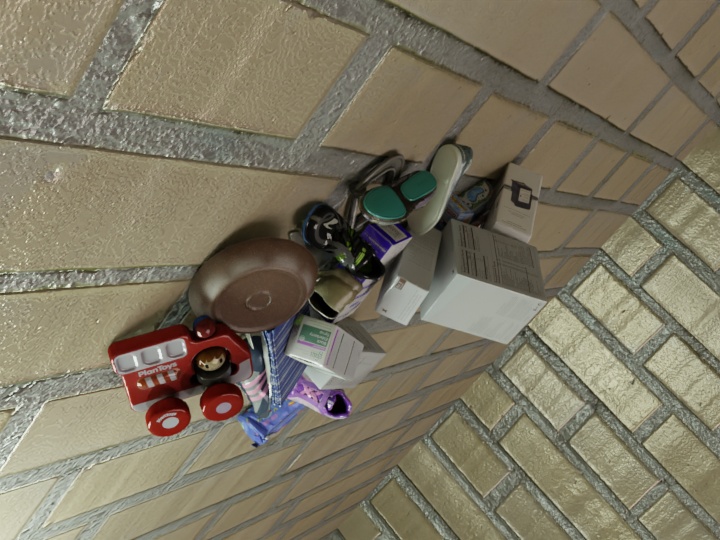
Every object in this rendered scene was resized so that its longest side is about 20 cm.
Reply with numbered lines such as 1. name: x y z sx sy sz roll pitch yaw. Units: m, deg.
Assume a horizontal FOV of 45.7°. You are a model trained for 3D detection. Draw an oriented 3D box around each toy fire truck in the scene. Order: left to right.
1. toy fire truck: -0.261 0.144 1.276 0.199 0.112 0.168 -15 137 -14

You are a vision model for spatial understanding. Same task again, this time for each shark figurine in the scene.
1. shark figurine: -0.118 0.026 1.378 0.214 0.090 0.128 -40 157 -7

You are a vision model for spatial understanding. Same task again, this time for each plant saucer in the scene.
1. plant saucer: -0.155 0.035 1.279 0.199 0.037 0.201 -14 141 -12

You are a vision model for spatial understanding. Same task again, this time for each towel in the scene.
1. towel: -0.128 0.130 1.528 0.145 0.024 0.201 -56 154 -43

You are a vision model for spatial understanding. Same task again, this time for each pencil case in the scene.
1. pencil case: -0.167 0.292 1.840 0.200 0.087 0.078 -36 143 -22

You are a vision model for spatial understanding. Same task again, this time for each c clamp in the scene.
1. c clamp: 0.006 -0.108 1.432 0.171 0.027 0.200 -32 158 -30

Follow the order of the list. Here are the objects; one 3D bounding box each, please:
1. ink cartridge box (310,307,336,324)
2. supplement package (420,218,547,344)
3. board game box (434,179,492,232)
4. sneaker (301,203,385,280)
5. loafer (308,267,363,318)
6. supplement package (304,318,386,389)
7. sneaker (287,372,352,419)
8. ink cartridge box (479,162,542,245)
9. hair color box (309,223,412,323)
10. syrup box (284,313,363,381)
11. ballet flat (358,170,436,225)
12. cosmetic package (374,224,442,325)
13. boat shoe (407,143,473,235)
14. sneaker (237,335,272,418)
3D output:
1. ink cartridge box: -0.135 0.145 1.658 0.200 0.044 0.094 -46 159 9
2. supplement package: 0.237 0.024 1.696 0.199 0.151 0.152 17 135 -18
3. board game box: 0.198 -0.099 1.779 0.200 0.062 0.200 -33 159 -27
4. sneaker: -0.022 -0.043 1.370 0.200 0.083 0.071 41 75 -46
5. loafer: -0.058 0.041 1.445 0.068 0.076 0.200 -50 -176 -17
6. supplement package: -0.046 0.171 1.784 0.114 0.110 0.200 -47 161 8
7. sneaker: -0.094 0.256 1.781 0.200 0.088 0.081 30 87 -28
8. ink cartridge box: 0.312 -0.108 1.821 0.145 0.084 0.200 115 -3 -48
9. hair color box: 0.000 0.000 1.568 0.200 0.065 0.109 -54 168 22
10. syrup box: -0.063 0.144 1.570 0.200 0.078 0.082 48 59 -69
11. ballet flat: 0.053 -0.108 1.404 0.200 0.072 0.072 -29 157 -47
12. cosmetic package: 0.094 -0.001 1.626 0.102 0.074 0.200 -59 -171 38
13. boat shoe: 0.148 -0.147 1.566 0.062 0.073 0.200 -19 145 -42
14. sneaker: -0.203 0.196 1.563 0.082 0.070 0.201 -4 129 -11
